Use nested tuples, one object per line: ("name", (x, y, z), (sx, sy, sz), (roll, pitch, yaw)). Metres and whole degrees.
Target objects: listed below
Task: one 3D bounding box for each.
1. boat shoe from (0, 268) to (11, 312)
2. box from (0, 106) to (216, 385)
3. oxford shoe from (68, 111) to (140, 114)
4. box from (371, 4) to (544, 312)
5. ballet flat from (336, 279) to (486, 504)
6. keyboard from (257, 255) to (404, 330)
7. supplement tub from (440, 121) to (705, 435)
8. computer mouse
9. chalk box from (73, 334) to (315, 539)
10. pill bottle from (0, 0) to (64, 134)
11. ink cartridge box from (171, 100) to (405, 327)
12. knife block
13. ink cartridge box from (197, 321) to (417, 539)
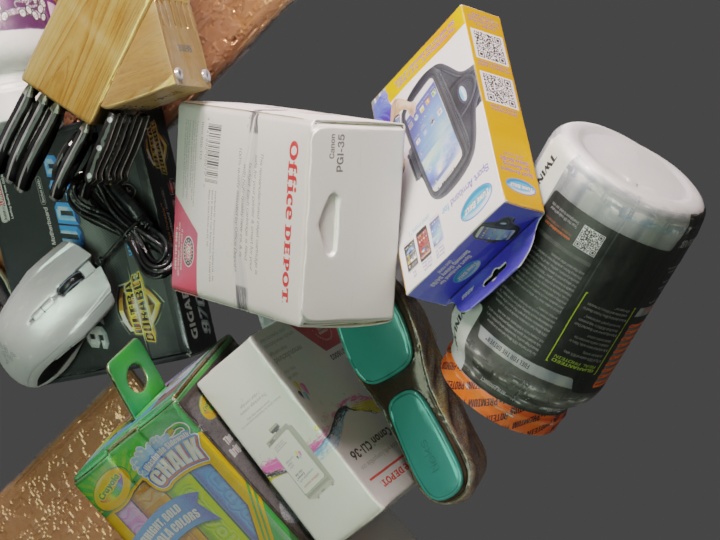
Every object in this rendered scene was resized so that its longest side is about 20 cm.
("boat shoe", (-0.354, -0.003, 1.837), (0.075, 0.062, 0.200), (-45, 79, 25))
("box", (-0.211, -0.019, 1.767), (0.158, 0.046, 0.201), (-11, 95, 28))
("oxford shoe", (-0.158, -0.201, 1.685), (0.071, 0.071, 0.201), (26, 100, 23))
("box", (0.067, -0.072, 1.545), (0.119, 0.041, 0.201), (-45, 40, 40))
("ballet flat", (0.038, 0.078, 1.644), (0.068, 0.067, 0.201), (-23, 87, 31))
("keyboard", (0.000, 0.000, 1.684), (0.199, 0.011, 0.057), (-18, 86, 29))
("supplement tub", (0.143, 0.008, 1.545), (0.122, 0.122, 0.200), (37, 113, 17))
("computer mouse", (-0.230, 0.021, 1.733), (0.110, 0.044, 0.200), (46, 117, 11))
("chalk box", (-0.125, 0.143, 1.684), (0.124, 0.124, 0.200), (-39, 95, 28))
("pill bottle", (-0.291, -0.201, 1.722), (0.112, 0.112, 0.201), (-18, 81, 29))
("ink cartridge box", (-0.056, -0.043, 1.606), (0.200, 0.082, 0.147), (14, 102, 57))
("knife block", (-0.207, -0.157, 1.636), (0.175, 0.064, 0.201), (-16, 87, 21))
("ink cartridge box", (-0.016, 0.130, 1.651), (0.067, 0.116, 0.200), (-40, 85, 28))
